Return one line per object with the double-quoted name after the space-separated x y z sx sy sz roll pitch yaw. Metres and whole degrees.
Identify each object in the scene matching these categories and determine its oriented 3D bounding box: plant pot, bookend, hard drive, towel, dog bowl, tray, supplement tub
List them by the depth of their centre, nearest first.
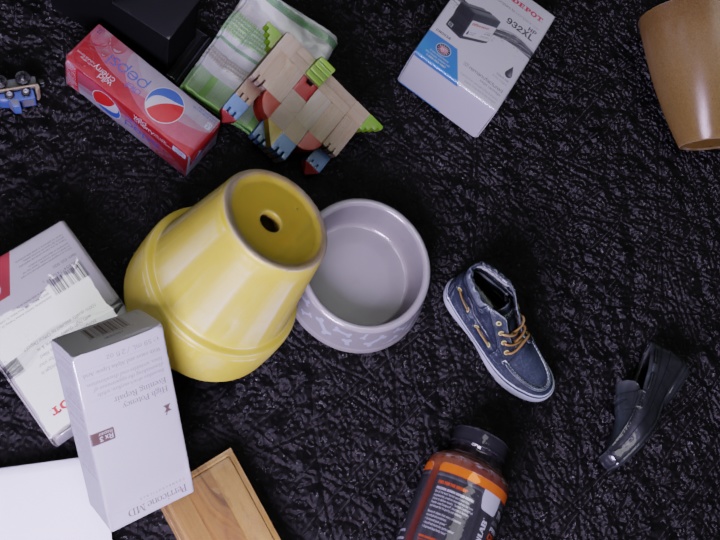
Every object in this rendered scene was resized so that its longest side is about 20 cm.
-0.369 0.278 0.912 0.197 0.025 0.134 -5 74 -17 "hard drive"
-0.138 -0.007 0.949 0.198 0.189 0.203 22 48 -26 "plant pot"
-0.141 0.315 0.958 0.098 0.037 0.202 -28 80 -22 "tray"
0.109 0.288 0.999 0.106 0.107 0.202 27 67 -5 "supplement tub"
-0.283 -0.363 1.056 0.197 0.200 0.093 32 67 -2 "bookend"
0.000 0.000 1.091 0.197 0.059 0.204 5 71 -15 "dog bowl"
-0.135 -0.285 1.164 0.148 0.031 0.202 31 67 -3 "towel"
0.520 -0.290 1.282 0.183 0.186 0.204 -1 86 -16 "plant pot"

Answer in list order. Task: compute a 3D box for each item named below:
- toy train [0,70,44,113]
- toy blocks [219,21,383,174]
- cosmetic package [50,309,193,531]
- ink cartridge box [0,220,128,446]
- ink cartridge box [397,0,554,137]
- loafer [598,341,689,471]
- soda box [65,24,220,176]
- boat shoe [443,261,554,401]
-0.484 -0.203 1.036 0.197 0.034 0.046 -16 80 -20 "toy train"
-0.088 -0.202 1.110 0.200 0.100 0.137 42 78 -17 "toy blocks"
-0.245 0.154 0.887 0.101 0.074 0.203 -21 114 -32 "cosmetic package"
-0.338 0.072 0.958 0.146 0.083 0.201 -34 84 -23 "ink cartridge box"
0.169 -0.321 1.231 0.144 0.084 0.201 34 66 -2 "ink cartridge box"
0.364 0.179 1.131 0.070 0.068 0.201 39 61 9 "loafer"
-0.276 -0.215 1.083 0.199 0.063 0.070 38 66 -1 "soda box"
0.188 0.082 1.098 0.071 0.091 0.201 -39 86 -23 "boat shoe"
